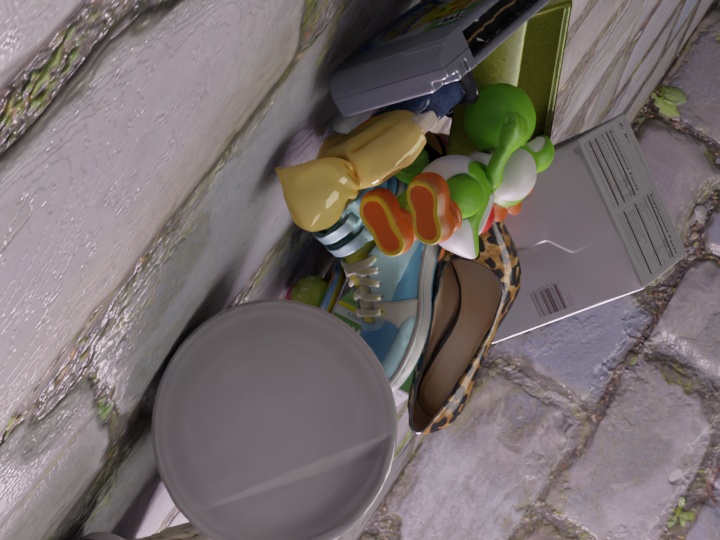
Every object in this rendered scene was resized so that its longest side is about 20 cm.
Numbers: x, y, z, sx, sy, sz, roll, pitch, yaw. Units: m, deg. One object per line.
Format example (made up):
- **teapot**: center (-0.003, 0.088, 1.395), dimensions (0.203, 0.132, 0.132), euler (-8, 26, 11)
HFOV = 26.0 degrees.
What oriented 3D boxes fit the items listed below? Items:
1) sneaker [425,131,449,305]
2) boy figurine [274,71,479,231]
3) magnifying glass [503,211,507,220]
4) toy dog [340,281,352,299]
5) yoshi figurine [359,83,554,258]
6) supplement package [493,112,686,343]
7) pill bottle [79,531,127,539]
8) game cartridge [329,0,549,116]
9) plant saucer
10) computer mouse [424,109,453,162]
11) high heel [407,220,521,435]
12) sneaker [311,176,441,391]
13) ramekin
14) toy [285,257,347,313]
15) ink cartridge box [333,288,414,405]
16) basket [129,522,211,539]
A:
- **sneaker**: center (0.050, -0.038, 1.499), dimensions (0.090, 0.069, 0.203), euler (9, 78, -48)
- **boy figurine**: center (0.004, -0.103, 1.253), dimensions (0.200, 0.065, 0.124), euler (-40, -158, -29)
- **magnifying glass**: center (0.105, 0.007, 1.524), dimensions (0.022, 0.080, 0.202), euler (0, 121, -36)
- **toy dog**: center (0.056, -0.013, 1.603), dimensions (0.133, 0.095, 0.201), euler (65, 36, -36)
- **yoshi figurine**: center (0.087, -0.093, 1.291), dimensions (0.199, 0.112, 0.113), euler (-31, 151, -44)
- **supplement package**: center (0.191, -0.038, 1.546), dimensions (0.199, 0.157, 0.111), euler (-23, -176, 39)
- **pill bottle**: center (-0.237, 0.315, 1.243), dimensions (0.200, 0.109, 0.110), euler (-51, 167, -34)
- **game cartridge**: center (0.065, -0.186, 1.218), dimensions (0.133, 0.041, 0.200), euler (-15, -159, 44)
- **plant saucer**: center (0.142, -0.176, 1.424), dimensions (0.200, 0.047, 0.202), euler (-32, 132, -63)
- **computer mouse**: center (0.077, -0.173, 1.434), dimensions (0.140, 0.046, 0.202), euler (-37, 140, -38)
- **high heel**: center (0.086, 0.047, 1.375), dimensions (0.143, 0.071, 0.201), euler (-55, 157, -43)
- **sneaker**: center (0.000, 0.000, 1.372), dimensions (0.079, 0.130, 0.202), euler (-6, -111, 52)
- **ramekin**: center (-0.069, 0.127, 1.280), dimensions (0.203, 0.201, 0.094), euler (-57, -179, -3)
- **toy**: center (-0.043, 0.022, 1.460), dimensions (0.201, 0.047, 0.115), euler (-63, -177, -19)
- **ink cartridge box**: center (-0.003, 0.089, 1.524), dimensions (0.200, 0.103, 0.060), euler (-41, -156, 59)
- **basket**: center (-0.127, 0.290, 1.420), dimensions (0.198, 0.125, 0.136), euler (-17, 166, 0)
